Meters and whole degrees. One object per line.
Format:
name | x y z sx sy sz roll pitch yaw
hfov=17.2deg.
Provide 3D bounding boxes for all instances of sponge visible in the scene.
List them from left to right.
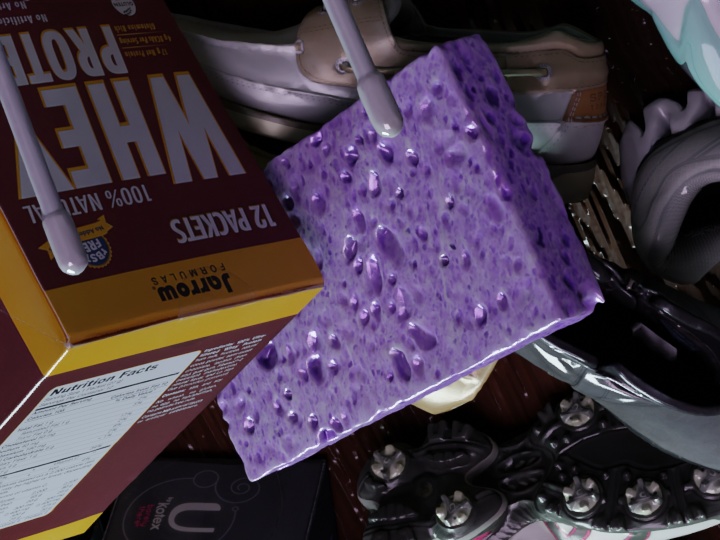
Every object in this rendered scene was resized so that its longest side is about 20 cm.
sponge | 0.000 0.000 0.930 0.200 0.030 0.112 -31 80 46

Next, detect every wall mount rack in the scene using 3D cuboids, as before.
wall mount rack | -0.070 -0.100 0.819 0.199 0.174 0.075 -24 132 7

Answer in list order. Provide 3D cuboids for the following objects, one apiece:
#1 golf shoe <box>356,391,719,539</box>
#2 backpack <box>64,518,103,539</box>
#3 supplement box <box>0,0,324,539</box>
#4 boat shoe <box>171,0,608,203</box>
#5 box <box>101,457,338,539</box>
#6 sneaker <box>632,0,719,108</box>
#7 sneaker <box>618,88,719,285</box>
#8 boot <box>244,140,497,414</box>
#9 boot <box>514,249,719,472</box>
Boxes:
golf shoe | 0.099 0.105 1.105 0.199 0.078 0.088 -9 144 22
backpack | -0.204 0.209 1.188 0.174 0.154 0.201 -3 134 7
supplement box | -0.156 -0.011 0.951 0.200 0.132 0.198 -44 69 39
boat shoe | 0.004 -0.085 0.975 0.199 0.075 0.069 13 108 5
box | -0.063 0.204 1.169 0.105 0.123 0.201 0 127 10
sneaker | 0.133 -0.161 0.892 0.200 0.078 0.140 41 105 -5
sneaker | 0.192 -0.055 0.948 0.199 0.081 0.075 -30 114 28
boot | -0.043 0.020 1.062 0.199 0.066 0.176 23 128 -8
boot | 0.132 0.043 0.967 0.199 0.132 0.070 20 90 -13
